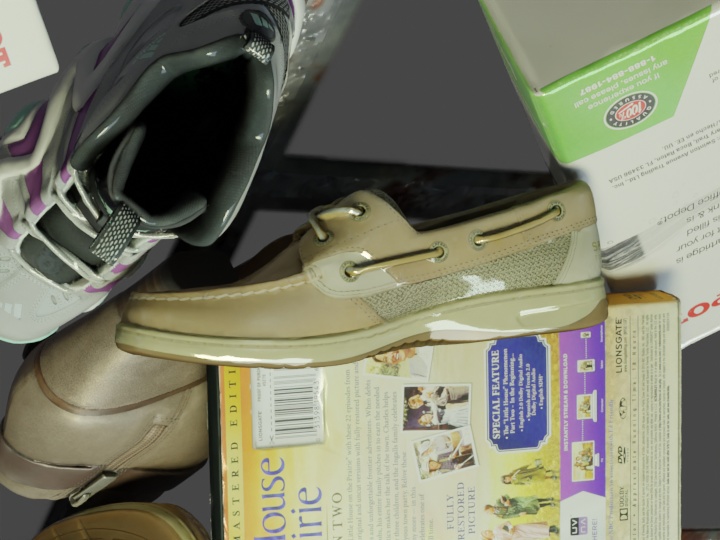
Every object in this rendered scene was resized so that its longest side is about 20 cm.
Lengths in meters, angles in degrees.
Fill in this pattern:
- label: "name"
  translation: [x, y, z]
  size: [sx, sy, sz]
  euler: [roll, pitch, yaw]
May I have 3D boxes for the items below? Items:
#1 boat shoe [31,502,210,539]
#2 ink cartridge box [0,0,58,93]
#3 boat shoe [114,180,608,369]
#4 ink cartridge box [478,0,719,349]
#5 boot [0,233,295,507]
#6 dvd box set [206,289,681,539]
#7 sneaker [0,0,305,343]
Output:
- label: "boat shoe"
  translation: [-0.118, 0.147, 1.293]
  size: [0.065, 0.071, 0.200]
  euler: [-24, 173, -41]
- label: "ink cartridge box"
  translation: [-0.218, -0.104, 0.960]
  size: [0.200, 0.083, 0.145]
  euler: [-22, 141, -6]
- label: "boat shoe"
  translation: [0.000, 0.000, 1.118]
  size: [0.200, 0.072, 0.065]
  euler: [-6, 95, -15]
- label: "ink cartridge box"
  translation: [0.147, -0.071, 1.203]
  size: [0.145, 0.084, 0.200]
  euler: [-26, 142, 1]
- label: "boot"
  translation: [-0.060, 0.052, 1.250]
  size: [0.200, 0.070, 0.146]
  euler: [11, 135, -36]
- label: "dvd box set"
  translation: [0.036, 0.087, 1.191]
  size: [0.200, 0.029, 0.146]
  euler: [-4, 100, -13]
- label: "sneaker"
  translation: [-0.094, -0.028, 1.064]
  size: [0.078, 0.140, 0.200]
  euler: [29, 114, -15]
